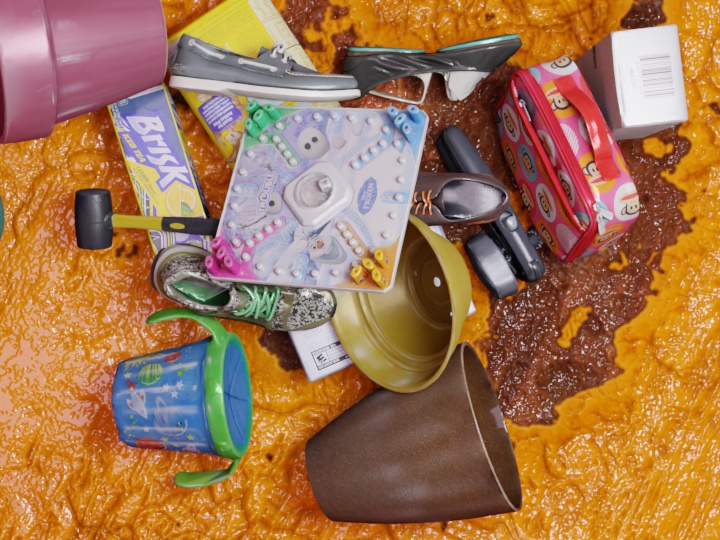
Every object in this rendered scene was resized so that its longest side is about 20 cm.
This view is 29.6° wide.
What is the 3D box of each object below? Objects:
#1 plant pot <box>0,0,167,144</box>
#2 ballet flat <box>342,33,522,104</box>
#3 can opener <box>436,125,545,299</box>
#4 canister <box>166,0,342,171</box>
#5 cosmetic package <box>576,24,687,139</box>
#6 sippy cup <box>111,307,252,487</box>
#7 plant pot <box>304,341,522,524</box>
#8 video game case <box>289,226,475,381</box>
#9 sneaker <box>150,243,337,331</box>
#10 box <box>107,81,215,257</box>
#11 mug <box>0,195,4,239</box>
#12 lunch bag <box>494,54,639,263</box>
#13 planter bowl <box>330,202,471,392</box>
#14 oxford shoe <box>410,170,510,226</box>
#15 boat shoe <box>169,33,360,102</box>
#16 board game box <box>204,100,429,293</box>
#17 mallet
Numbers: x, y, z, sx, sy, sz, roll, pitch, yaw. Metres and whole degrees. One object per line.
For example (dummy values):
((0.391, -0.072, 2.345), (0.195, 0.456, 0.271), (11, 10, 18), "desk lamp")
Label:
((-0.303, -0.241, 1.405), (0.179, 0.200, 0.201), (-12, 91, -23), "plant pot")
((0.081, -0.221, 1.511), (0.199, 0.068, 0.069), (-3, 100, 8), "ballet flat")
((0.142, -0.070, 1.509), (0.079, 0.063, 0.200), (-25, 89, -25), "can opener")
((-0.112, -0.191, 1.489), (0.148, 0.087, 0.200), (-34, 90, -2), "canister")
((0.284, -0.194, 1.447), (0.074, 0.200, 0.102), (-6, 89, -3), "cosmetic package")
((-0.194, 0.138, 1.470), (0.130, 0.140, 0.178), (-5, 72, 8), "sippy cup")
((0.049, 0.195, 1.464), (0.200, 0.187, 0.187), (-19, 91, 13), "plant pot")
((0.000, 0.000, 1.506), (0.200, 0.045, 0.182), (-23, 92, -2), "video game case")
((-0.122, 0.031, 1.420), (0.199, 0.089, 0.077), (11, 106, -8), "sneaker")
((-0.214, -0.100, 1.495), (0.070, 0.064, 0.200), (-18, 90, -2), "box")
((-0.464, -0.042, 1.460), (0.152, 0.114, 0.186), (16, 90, -3), "mug")
((0.221, -0.121, 1.441), (0.082, 0.176, 0.200), (-20, 75, -13), "lunch bag")
((0.055, 0.020, 1.416), (0.083, 0.200, 0.201), (-15, 91, -40), "planter bowl")
((0.060, -0.077, 1.442), (0.199, 0.073, 0.071), (-6, 91, -3), "oxford shoe")
((-0.098, -0.209, 1.413), (0.199, 0.073, 0.062), (5, 91, 4), "boat shoe")
((-0.046, -0.080, 1.367), (0.199, 0.026, 0.200), (4, 68, 21), "board game box")
((-0.215, -0.059, 1.437), (0.199, 0.041, 0.066), (-3, 101, 22), "mallet")
